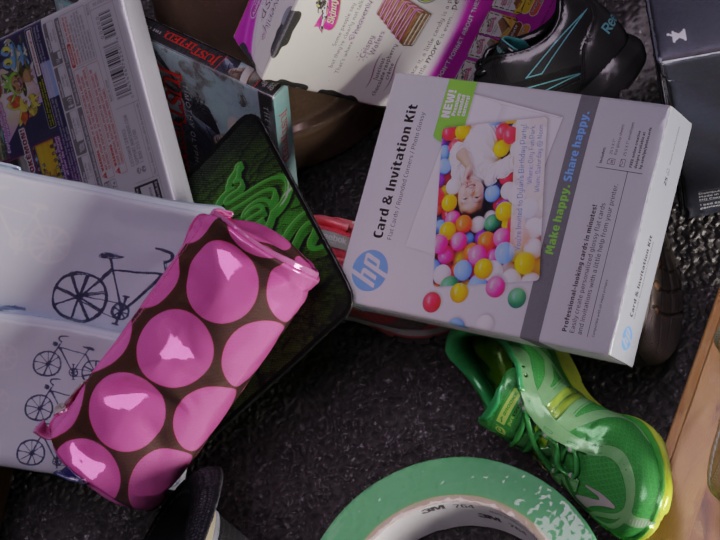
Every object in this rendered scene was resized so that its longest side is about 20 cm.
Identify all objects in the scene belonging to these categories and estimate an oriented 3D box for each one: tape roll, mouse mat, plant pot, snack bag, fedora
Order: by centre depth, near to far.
[{"bbox_3d":[0.060,0.218,1.141,0.198,0.048,0.202,-6,63,12],"label":"tape roll"},{"bbox_3d":[-0.102,0.226,1.144,0.091,0.200,0.202,29,71,-11],"label":"fedora"},{"bbox_3d":[-0.186,0.037,1.203,0.187,0.021,0.202,11,99,-14],"label":"snack bag"},{"bbox_3d":[-0.099,0.014,1.240,0.200,0.007,0.162,-42,65,29],"label":"mouse mat"},{"bbox_3d":[-0.074,-0.196,1.313,0.198,0.175,0.202,-6,64,12],"label":"plant pot"}]

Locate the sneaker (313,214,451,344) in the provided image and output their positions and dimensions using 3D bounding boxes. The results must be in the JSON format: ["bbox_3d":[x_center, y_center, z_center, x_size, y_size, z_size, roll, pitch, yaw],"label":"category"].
[{"bbox_3d":[0.000,0.000,1.243,0.198,0.087,0.074,-1,65,15],"label":"sneaker"}]

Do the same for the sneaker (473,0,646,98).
[{"bbox_3d":[0.097,-0.110,1.251,0.200,0.079,0.076,-41,17,13],"label":"sneaker"}]

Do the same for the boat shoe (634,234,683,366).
[{"bbox_3d":[0.165,-0.019,1.223,0.073,0.075,0.202,-19,50,20],"label":"boat shoe"}]

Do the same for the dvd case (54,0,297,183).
[{"bbox_3d":[-0.128,-0.110,1.304,0.199,0.147,0.022,26,53,24],"label":"dvd case"}]

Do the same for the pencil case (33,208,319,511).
[{"bbox_3d":[-0.115,0.054,1.165,0.093,0.091,0.201,37,94,5],"label":"pencil case"}]

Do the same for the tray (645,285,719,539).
[{"bbox_3d":[0.244,0.108,1.150,0.098,0.037,0.202,15,70,22],"label":"tray"}]

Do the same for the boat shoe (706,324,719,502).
[{"bbox_3d":[0.250,0.056,1.124,0.076,0.072,0.201,14,61,37],"label":"boat shoe"}]

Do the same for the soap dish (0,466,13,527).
[{"bbox_3d":[-0.309,0.111,1.278,0.156,0.081,0.202,0,65,16],"label":"soap dish"}]

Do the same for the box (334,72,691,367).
[{"bbox_3d":[0.093,-0.036,1.152,0.198,0.041,0.158,11,82,34],"label":"box"}]

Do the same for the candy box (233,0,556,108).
[{"bbox_3d":[0.032,-0.180,1.236,0.137,0.198,0.061,-62,38,24],"label":"candy box"}]

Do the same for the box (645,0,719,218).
[{"bbox_3d":[0.245,-0.174,1.197,0.122,0.199,0.202,-10,62,11],"label":"box"}]

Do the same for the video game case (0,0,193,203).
[{"bbox_3d":[-0.199,-0.076,1.286,0.181,0.023,0.202,-17,88,36],"label":"video game case"}]

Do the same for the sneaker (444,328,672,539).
[{"bbox_3d":[0.118,0.099,1.148,0.200,0.083,0.075,47,127,42],"label":"sneaker"}]
